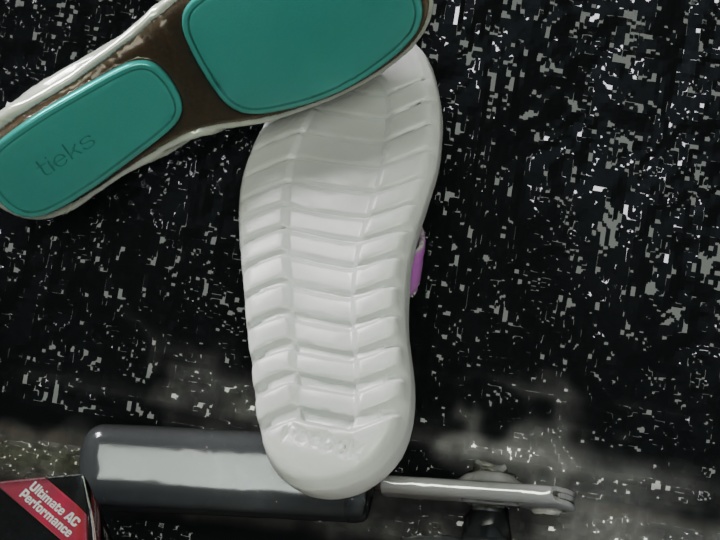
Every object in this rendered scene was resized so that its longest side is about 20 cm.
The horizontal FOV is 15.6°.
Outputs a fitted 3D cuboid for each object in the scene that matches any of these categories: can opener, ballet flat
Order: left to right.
[{"bbox_3d":[-0.066,-0.086,1.054,0.199,0.069,0.070,-26,81,10],"label":"ballet flat"},{"bbox_3d":[-0.012,0.100,1.040,0.198,0.053,0.067,2,80,4],"label":"can opener"}]

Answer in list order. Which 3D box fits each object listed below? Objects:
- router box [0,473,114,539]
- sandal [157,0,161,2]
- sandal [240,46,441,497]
[{"bbox_3d":[-0.185,0.138,0.988,0.198,0.150,0.063,-5,65,1],"label":"router box"},{"bbox_3d":[-0.091,-0.174,1.069,0.203,0.050,0.083,43,84,-6],"label":"sandal"},{"bbox_3d":[-0.007,0.000,1.045,0.082,0.050,0.204,-3,60,19],"label":"sandal"}]
